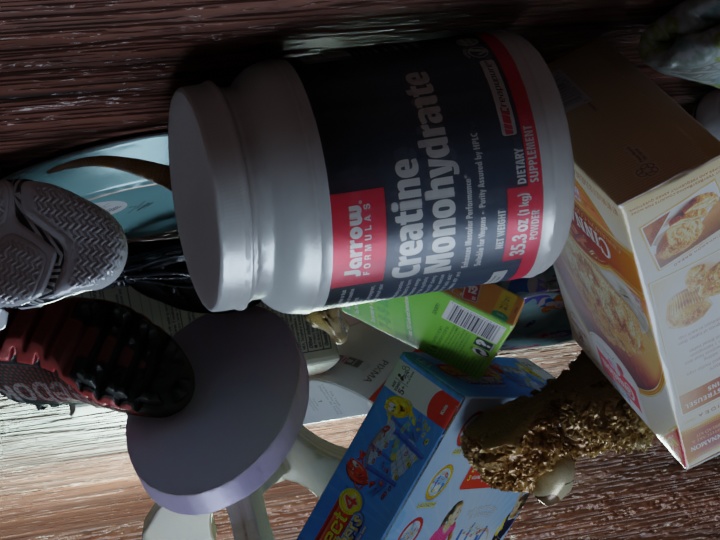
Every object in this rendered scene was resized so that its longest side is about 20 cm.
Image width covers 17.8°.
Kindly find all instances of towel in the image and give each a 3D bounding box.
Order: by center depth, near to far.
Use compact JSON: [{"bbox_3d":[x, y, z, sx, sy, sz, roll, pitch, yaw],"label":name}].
[{"bbox_3d":[0.283,-0.149,1.323,0.200,0.048,0.171,-19,164,32],"label":"towel"}]

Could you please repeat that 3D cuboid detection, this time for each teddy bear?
[{"bbox_3d":[0.163,0.088,1.465,0.200,0.067,0.145,-34,-162,-27],"label":"teddy bear"}]

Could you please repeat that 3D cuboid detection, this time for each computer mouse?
[{"bbox_3d":[-0.120,0.005,1.576,0.138,0.053,0.200,-1,-178,26],"label":"computer mouse"}]

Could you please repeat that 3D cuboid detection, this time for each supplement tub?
[{"bbox_3d":[0.005,-0.052,1.260,0.199,0.141,0.140,-9,169,-15],"label":"supplement tub"}]

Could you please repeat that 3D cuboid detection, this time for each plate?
[{"bbox_3d":[-0.139,-0.047,1.445,0.200,0.026,0.200,-11,170,-2],"label":"plate"}]

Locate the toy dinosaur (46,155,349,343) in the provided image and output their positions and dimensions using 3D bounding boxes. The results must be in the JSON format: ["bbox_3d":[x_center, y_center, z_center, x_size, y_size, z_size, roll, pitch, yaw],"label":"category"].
[{"bbox_3d":[-0.073,-0.041,1.337,0.101,0.200,0.058,-51,172,-48],"label":"toy dinosaur"}]

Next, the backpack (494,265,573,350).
[{"bbox_3d":[0.126,-0.030,1.522,0.200,0.151,0.178,-12,169,-25],"label":"backpack"}]

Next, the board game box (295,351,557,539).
[{"bbox_3d":[0.046,0.154,1.559,0.196,0.056,0.200,-61,154,11],"label":"board game box"}]

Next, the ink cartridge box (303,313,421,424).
[{"bbox_3d":[0.037,0.048,1.784,0.163,0.057,0.200,-45,-165,-33],"label":"ink cartridge box"}]

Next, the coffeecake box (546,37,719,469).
[{"bbox_3d":[0.166,-0.010,1.339,0.073,0.154,0.200,-26,127,-9],"label":"coffeecake box"}]

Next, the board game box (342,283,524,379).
[{"bbox_3d":[0.000,0.000,1.441,0.200,0.030,0.096,24,155,0],"label":"board game box"}]

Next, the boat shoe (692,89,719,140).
[{"bbox_3d":[0.252,-0.082,1.580,0.070,0.071,0.200,-19,174,23],"label":"boat shoe"}]

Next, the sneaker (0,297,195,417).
[{"bbox_3d":[-0.200,0.059,1.582,0.200,0.071,0.098,18,154,16],"label":"sneaker"}]

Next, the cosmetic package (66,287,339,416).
[{"bbox_3d":[-0.125,0.041,1.708,0.199,0.104,0.087,-8,172,-11],"label":"cosmetic package"}]

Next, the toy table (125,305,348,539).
[{"bbox_3d":[-0.080,0.129,1.583,0.183,0.117,0.200,-9,-146,21],"label":"toy table"}]

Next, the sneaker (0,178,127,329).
[{"bbox_3d":[-0.219,-0.007,1.389,0.199,0.075,0.115,-2,171,18],"label":"sneaker"}]
